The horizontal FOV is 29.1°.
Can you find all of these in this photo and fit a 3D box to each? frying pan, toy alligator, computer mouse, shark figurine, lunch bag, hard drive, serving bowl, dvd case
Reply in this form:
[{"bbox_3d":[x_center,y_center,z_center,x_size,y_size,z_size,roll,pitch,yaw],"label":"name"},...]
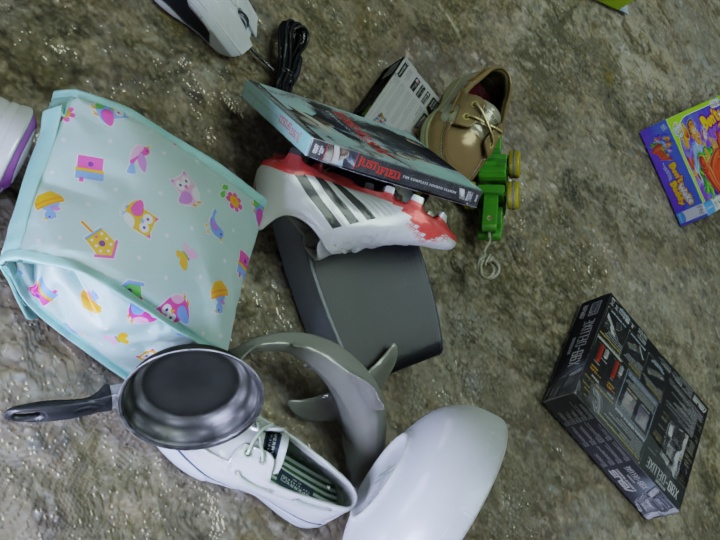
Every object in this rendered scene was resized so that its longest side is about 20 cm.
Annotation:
[{"bbox_3d":[-0.166,0.108,1.080,0.031,0.188,0.116,-101,171,-46],"label":"frying pan"},{"bbox_3d":[0.141,-0.068,1.492,0.054,0.058,0.202,74,19,-60],"label":"toy alligator"},{"bbox_3d":[-0.126,-0.242,1.310,0.199,0.044,0.111,38,51,-27],"label":"computer mouse"},{"bbox_3d":[-0.023,0.098,1.201,0.214,0.089,0.129,40,82,-32],"label":"shark figurine"},{"bbox_3d":[-0.189,-0.027,1.100,0.199,0.121,0.172,36,51,-35],"label":"lunch bag"},{"bbox_3d":[0.000,0.000,1.298,0.133,0.042,0.203,-18,88,-25],"label":"hard drive"},{"bbox_3d":[0.041,0.193,1.184,0.065,0.200,0.201,34,49,-7],"label":"serving bowl"},{"bbox_3d":[0.001,-0.117,1.282,0.198,0.022,0.146,13,20,-35],"label":"dvd case"}]

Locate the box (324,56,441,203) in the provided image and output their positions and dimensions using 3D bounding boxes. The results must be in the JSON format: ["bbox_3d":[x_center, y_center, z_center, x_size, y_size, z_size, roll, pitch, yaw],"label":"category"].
[{"bbox_3d":[0.031,-0.118,1.415,0.110,0.035,0.201,49,46,-17],"label":"box"}]

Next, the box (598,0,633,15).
[{"bbox_3d":[0.293,-0.420,1.797,0.198,0.047,0.124,15,63,-39],"label":"box"}]

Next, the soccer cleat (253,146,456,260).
[{"bbox_3d":[-0.008,-0.043,1.248,0.198,0.069,0.086,21,88,-21],"label":"soccer cleat"}]

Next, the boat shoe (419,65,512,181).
[{"bbox_3d":[0.113,-0.151,1.425,0.074,0.066,0.201,44,36,-21],"label":"boat shoe"}]

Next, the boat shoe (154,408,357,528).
[{"bbox_3d":[-0.084,0.150,1.162,0.199,0.066,0.074,32,52,-31],"label":"boat shoe"}]

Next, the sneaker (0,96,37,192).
[{"bbox_3d":[-0.322,-0.059,1.033,0.099,0.075,0.202,28,52,-10],"label":"sneaker"}]

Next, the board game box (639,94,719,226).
[{"bbox_3d":[0.461,-0.152,1.845,0.199,0.045,0.136,-25,90,-47],"label":"board game box"}]

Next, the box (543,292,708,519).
[{"bbox_3d":[0.301,0.152,1.552,0.200,0.049,0.158,47,47,-19],"label":"box"}]
